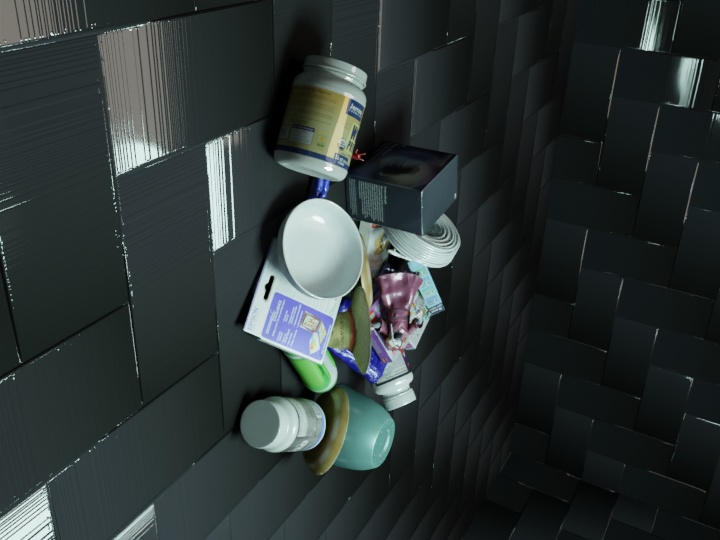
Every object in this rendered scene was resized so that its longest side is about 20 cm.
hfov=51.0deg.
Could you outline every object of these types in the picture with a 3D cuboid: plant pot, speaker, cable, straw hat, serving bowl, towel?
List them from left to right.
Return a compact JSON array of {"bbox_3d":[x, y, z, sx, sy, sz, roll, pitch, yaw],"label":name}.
[{"bbox_3d":[-0.111,0.193,1.656,0.089,0.088,0.201,-61,152,-25],"label":"speaker"},{"bbox_3d":[-0.089,-0.038,1.498,0.198,0.065,0.203,9,76,-38],"label":"serving bowl"},{"bbox_3d":[-0.086,0.361,1.721,0.027,0.200,0.202,21,84,-22],"label":"plant pot"},{"bbox_3d":[-0.039,0.129,1.613,0.201,0.084,0.204,179,-90,-78],"label":"straw hat"},{"bbox_3d":[-0.009,0.408,1.903,0.200,0.159,0.203,-42,139,-50],"label":"plant pot"},{"bbox_3d":[0.000,0.000,1.702,0.200,0.027,0.203,172,-90,-84],"label":"plant pot"},{"bbox_3d":[0.001,0.159,1.799,0.200,0.049,0.149,41,63,-26],"label":"towel"},{"bbox_3d":[0.146,-0.094,1.819,0.070,0.198,0.201,-57,-160,35],"label":"cable"}]

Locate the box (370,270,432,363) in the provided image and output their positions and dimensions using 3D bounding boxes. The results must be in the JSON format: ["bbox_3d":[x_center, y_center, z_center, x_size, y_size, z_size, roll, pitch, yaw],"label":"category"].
[{"bbox_3d":[0.083,0.110,1.833,0.200,0.039,0.138,-43,107,-42],"label":"box"}]

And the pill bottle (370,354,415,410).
[{"bbox_3d":[0.068,0.247,1.922,0.111,0.111,0.202,-11,79,-62],"label":"pill bottle"}]

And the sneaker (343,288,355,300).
[{"bbox_3d":[-0.043,-0.013,1.688,0.132,0.079,0.200,-69,155,-9],"label":"sneaker"}]

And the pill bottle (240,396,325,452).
[{"bbox_3d":[-0.163,0.324,1.590,0.200,0.113,0.115,26,81,-64],"label":"pill bottle"}]

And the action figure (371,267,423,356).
[{"bbox_3d":[0.082,0.099,1.765,0.149,0.132,0.203,41,51,-81],"label":"action figure"}]

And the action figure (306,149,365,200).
[{"bbox_3d":[-0.056,-0.185,1.546,0.065,0.098,0.203,-10,111,-63],"label":"action figure"}]

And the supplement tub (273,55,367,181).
[{"bbox_3d":[-0.071,-0.280,1.399,0.144,0.143,0.203,13,92,-65],"label":"supplement tub"}]

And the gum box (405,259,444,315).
[{"bbox_3d":[0.146,-0.011,1.940,0.171,0.044,0.201,-109,173,-49],"label":"gum box"}]

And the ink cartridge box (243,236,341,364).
[{"bbox_3d":[-0.134,0.062,1.521,0.199,0.043,0.200,28,70,-33],"label":"ink cartridge box"}]

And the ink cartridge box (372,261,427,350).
[{"bbox_3d":[0.092,0.089,1.904,0.201,0.042,0.120,51,48,-23],"label":"ink cartridge box"}]

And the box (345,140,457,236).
[{"bbox_3d":[0.099,-0.195,1.736,0.200,0.196,0.124,-47,144,-45],"label":"box"}]

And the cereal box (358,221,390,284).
[{"bbox_3d":[0.031,-0.049,1.864,0.144,0.039,0.203,-13,116,-64],"label":"cereal box"}]
